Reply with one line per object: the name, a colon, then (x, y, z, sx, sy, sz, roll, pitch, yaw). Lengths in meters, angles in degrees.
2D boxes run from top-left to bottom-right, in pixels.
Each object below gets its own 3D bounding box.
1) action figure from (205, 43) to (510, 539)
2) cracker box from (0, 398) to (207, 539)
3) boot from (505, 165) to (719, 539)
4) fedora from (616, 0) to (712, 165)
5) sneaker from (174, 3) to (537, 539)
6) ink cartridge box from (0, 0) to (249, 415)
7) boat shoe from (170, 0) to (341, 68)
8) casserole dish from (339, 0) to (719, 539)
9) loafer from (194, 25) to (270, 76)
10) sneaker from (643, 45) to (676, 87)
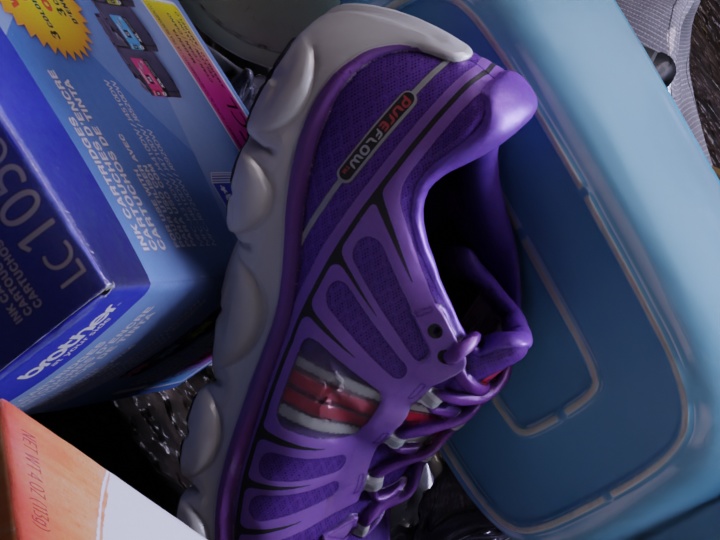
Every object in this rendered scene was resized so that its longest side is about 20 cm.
action figure: (0.000, 0.000, 0.912, 0.200, 0.102, 0.119, 63, -24, 14)
cracker box: (-0.030, 0.135, 0.671, 0.200, 0.058, 0.134, 40, 23, -39)
boot: (0.062, 0.026, 0.981, 0.073, 0.156, 0.200, 20, 3, -38)
fedora: (0.107, -0.077, 1.246, 0.200, 0.090, 0.177, -31, 116, -83)
sneaker: (0.004, 0.030, 0.772, 0.083, 0.200, 0.081, 19, 30, 20)
ink cartridge box: (-0.099, -0.032, 0.781, 0.137, 0.076, 0.200, 57, 19, 9)
boat shoe: (-0.047, -0.112, 0.897, 0.201, 0.072, 0.061, 21, 12, 19)
casserole dish: (0.043, -0.006, 0.799, 0.039, 0.121, 0.200, -20, 78, -48)
loafer: (-0.041, -0.080, 1.004, 0.073, 0.071, 0.200, -47, 124, -46)
sneaker: (0.092, -0.003, 1.103, 0.071, 0.082, 0.200, 118, -21, -71)
